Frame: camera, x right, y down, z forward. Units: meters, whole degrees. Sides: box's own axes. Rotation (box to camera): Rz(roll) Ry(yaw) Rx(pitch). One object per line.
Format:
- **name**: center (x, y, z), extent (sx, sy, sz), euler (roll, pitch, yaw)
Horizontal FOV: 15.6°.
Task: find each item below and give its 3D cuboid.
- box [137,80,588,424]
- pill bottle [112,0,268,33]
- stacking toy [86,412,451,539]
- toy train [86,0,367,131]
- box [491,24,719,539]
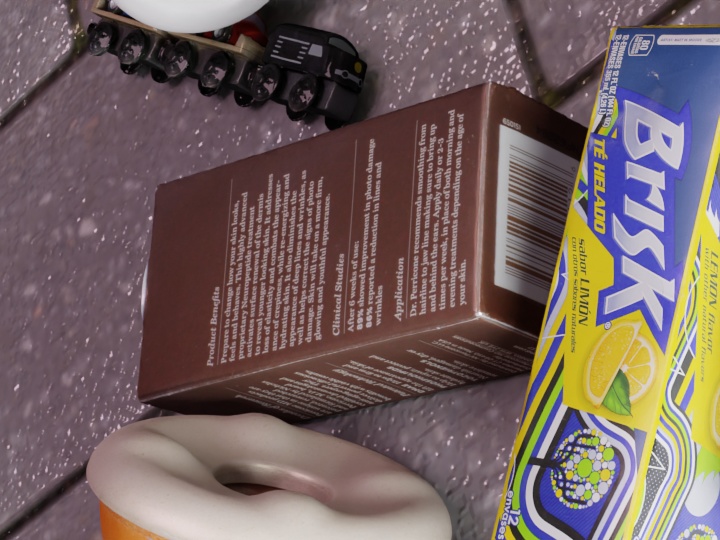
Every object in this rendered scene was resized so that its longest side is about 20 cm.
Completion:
- **box**: center (0.000, 0.000, 1.084), extent (0.199, 0.075, 0.101), euler (-13, 65, 41)
- **pill bottle**: center (-0.106, -0.194, 1.238), extent (0.110, 0.109, 0.200), euler (-58, 35, 11)
- **stacking toy**: center (-0.051, 0.167, 1.046), extent (0.146, 0.146, 0.201), euler (25, 107, 48)
- **toy train**: center (-0.066, -0.105, 1.224), extent (0.200, 0.034, 0.046), euler (19, 84, 48)
- **box**: center (0.113, 0.015, 0.958), extent (0.064, 0.070, 0.201), euler (5, 78, 45)
